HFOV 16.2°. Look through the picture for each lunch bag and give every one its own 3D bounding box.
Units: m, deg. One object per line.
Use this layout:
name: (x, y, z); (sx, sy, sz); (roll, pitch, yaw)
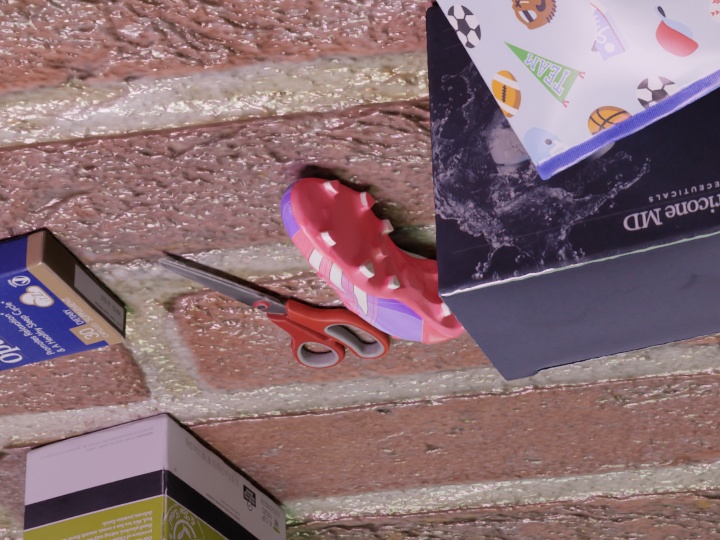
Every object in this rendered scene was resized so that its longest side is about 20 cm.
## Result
lunch bag: (0.144, -0.169, 1.272); (0.200, 0.124, 0.170); (-29, 97, 42)

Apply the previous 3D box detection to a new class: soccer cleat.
soccer cleat: (0.000, 0.000, 1.678); (0.076, 0.067, 0.200); (-16, 149, 33)

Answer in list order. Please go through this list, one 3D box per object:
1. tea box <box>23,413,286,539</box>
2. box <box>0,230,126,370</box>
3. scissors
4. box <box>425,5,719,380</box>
tea box: (-0.157, 0.250, 1.964); (0.133, 0.198, 0.200); (-15, 148, 23)
box: (-0.277, 0.033, 1.753); (0.199, 0.033, 0.121); (-12, 148, 20)
scissors: (-0.055, 0.023, 1.764); (0.073, 0.014, 0.200); (-17, 145, 29)
box: (0.149, -0.065, 1.433); (0.196, 0.201, 0.117); (-14, 148, 19)
